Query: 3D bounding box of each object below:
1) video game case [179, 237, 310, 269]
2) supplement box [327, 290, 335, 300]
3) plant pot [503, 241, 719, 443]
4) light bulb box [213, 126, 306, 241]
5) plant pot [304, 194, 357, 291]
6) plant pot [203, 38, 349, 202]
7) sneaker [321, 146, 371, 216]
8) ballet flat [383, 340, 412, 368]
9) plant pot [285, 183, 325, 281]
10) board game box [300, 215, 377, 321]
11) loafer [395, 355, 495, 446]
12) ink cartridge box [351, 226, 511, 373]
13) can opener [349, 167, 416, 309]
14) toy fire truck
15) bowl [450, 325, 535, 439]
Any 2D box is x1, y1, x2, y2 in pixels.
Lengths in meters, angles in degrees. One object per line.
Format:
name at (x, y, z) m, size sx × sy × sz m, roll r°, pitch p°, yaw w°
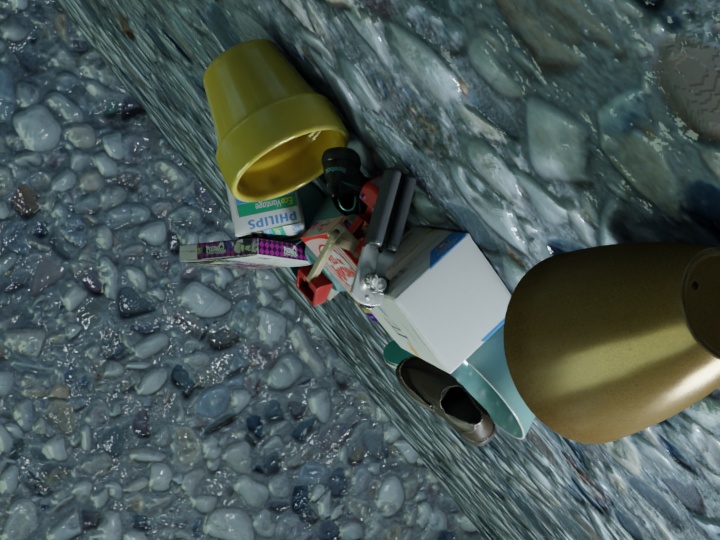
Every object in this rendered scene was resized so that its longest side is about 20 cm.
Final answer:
video game case at (-0.204, -0.029, 1.696) m, size 0.179 × 0.036 × 0.199 m, roll -5°, pitch 174°, yaw 30°
supplement box at (-0.086, -0.010, 2.205) m, size 0.126 × 0.073 × 0.200 m, roll 49°, pitch 170°, yaw 5°
plant pot at (0.253, 0.051, 0.806) m, size 0.187 × 0.186 × 0.200 m, roll 49°, pitch 156°, yaw -3°
light bulb box at (-0.179, -0.158, 1.680) m, size 0.198 × 0.123 × 0.203 m, roll 94°, pitch 164°, yaw -84°
plant pot at (-0.023, -0.041, 1.679) m, size 0.200 × 0.135 × 0.200 m, roll 46°, pitch 169°, yaw 11°
plant pot at (-0.143, -0.236, 1.388) m, size 0.191 × 0.199 × 0.201 m, roll 63°, pitch 173°, yaw 13°
sneaker at (-0.016, -0.117, 1.428) m, size 0.200 × 0.074 × 0.080 m, roll 45°, pitch -139°, yaw -63°
ballet flat at (0.134, 0.145, 1.649) m, size 0.198 × 0.070 × 0.070 m, roll -18°, pitch 121°, yaw 34°
plant pot at (-0.126, -0.100, 1.900) m, size 0.201 × 0.140 × 0.142 m, roll 55°, pitch 175°, yaw 35°
board game box at (0.000, 0.000, 1.528) m, size 0.200 × 0.046 × 0.151 m, roll 49°, pitch 163°, yaw -13°
loafer at (0.138, 0.198, 1.479) m, size 0.199 × 0.073 × 0.072 m, roll 35°, pitch 159°, yaw 27°
ink cartridge box at (0.107, 0.037, 1.377) m, size 0.145 × 0.147 × 0.200 m, roll 52°, pitch 169°, yaw -16°
can opener at (0.027, -0.046, 1.296) m, size 0.052 × 0.203 × 0.066 m, roll 18°, pitch 175°, yaw -24°
toy fire truck at (-0.013, -0.049, 1.371) m, size 0.049 × 0.140 × 0.201 m, roll 45°, pitch 133°, yaw 26°
bowl at (0.221, 0.155, 1.436) m, size 0.201 × 0.105 × 0.201 m, roll 48°, pitch 170°, yaw 11°
